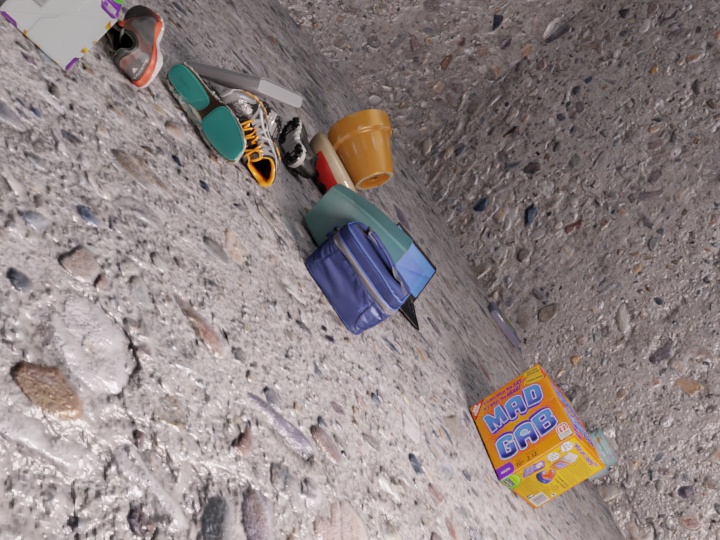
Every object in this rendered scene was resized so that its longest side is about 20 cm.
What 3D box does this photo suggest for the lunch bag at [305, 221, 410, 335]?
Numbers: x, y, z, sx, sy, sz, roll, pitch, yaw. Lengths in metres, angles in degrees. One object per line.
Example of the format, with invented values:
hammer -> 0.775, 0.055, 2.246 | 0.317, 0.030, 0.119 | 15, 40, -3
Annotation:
lunch bag -> 0.000, 0.000, 1.255 | 0.202, 0.131, 0.136 | 55, 14, 1

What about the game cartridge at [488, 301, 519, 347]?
game cartridge -> 0.638, 0.240, 2.972 | 0.201, 0.040, 0.134 | 52, 18, -11

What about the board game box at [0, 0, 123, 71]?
board game box -> -0.388, -0.376, 0.902 | 0.103, 0.104, 0.202 | 44, 19, -35

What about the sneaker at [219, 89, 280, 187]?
sneaker -> -0.197, -0.240, 1.225 | 0.202, 0.076, 0.078 | 61, 16, -45

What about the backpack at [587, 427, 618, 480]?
backpack -> 0.849, 0.673, 2.460 | 0.199, 0.152, 0.179 | 15, 46, -58

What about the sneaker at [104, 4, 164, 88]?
sneaker -> -0.361, -0.374, 1.055 | 0.081, 0.077, 0.202 | 30, 27, -43

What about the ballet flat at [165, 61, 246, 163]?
ballet flat -> -0.261, -0.270, 1.161 | 0.202, 0.071, 0.072 | 55, 14, 2

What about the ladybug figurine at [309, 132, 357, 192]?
ladybug figurine -> -0.072, -0.236, 1.639 | 0.203, 0.071, 0.136 | 60, 1, -2

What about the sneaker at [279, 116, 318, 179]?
sneaker -> -0.141, -0.282, 1.576 | 0.091, 0.066, 0.202 | 46, 20, -38

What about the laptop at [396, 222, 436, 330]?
laptop -> 0.118, 0.012, 1.667 | 0.178, 0.102, 0.201 | 48, 16, -22

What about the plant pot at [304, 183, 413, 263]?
plant pot -> -0.011, -0.074, 1.385 | 0.200, 0.141, 0.141 | 46, 15, -1

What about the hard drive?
hard drive -> -0.225, -0.362, 1.295 | 0.197, 0.027, 0.131 | 23, 10, 29

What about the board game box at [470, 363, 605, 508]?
board game box -> 0.413, 0.390, 1.571 | 0.200, 0.198, 0.202 | 43, 19, -38

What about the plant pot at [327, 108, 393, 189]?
plant pot -> 0.017, -0.356, 2.035 | 0.199, 0.196, 0.188 | 12, 58, -69

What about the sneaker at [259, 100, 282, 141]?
sneaker -> -0.214, -0.306, 1.350 | 0.089, 0.068, 0.200 | 26, -3, 7
